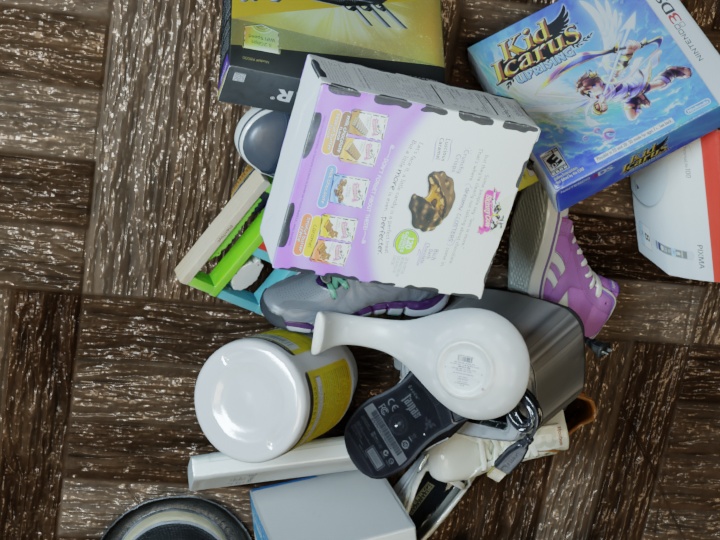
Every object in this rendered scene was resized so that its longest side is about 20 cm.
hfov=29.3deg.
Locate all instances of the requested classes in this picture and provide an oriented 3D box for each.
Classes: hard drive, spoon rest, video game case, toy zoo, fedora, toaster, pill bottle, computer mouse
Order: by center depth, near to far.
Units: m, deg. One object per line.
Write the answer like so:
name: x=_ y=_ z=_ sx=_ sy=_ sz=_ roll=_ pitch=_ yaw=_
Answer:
spoon rest: x=0.058 y=0.072 z=1.246 sx=0.197 sy=0.061 sz=0.101 roll=13 pitch=102 yaw=16
computer mouse: x=0.083 y=0.146 z=1.289 sx=0.200 sy=0.046 sz=0.141 roll=-46 pitch=74 yaw=26
video game case: x=0.227 y=-0.178 z=1.290 sx=0.198 sy=0.183 sz=0.046 roll=-27 pitch=151 yaw=-1
pill bottle: x=-0.070 y=0.110 z=1.308 sx=0.110 sy=0.200 sz=0.113 roll=1 pitch=94 yaw=18
toy zoo: x=-0.066 y=-0.011 z=1.329 sx=0.199 sy=0.021 sz=0.131 roll=24 pitch=115 yaw=-43
toaster: x=0.131 y=0.094 z=1.347 sx=0.129 sy=0.198 sz=0.115 roll=-33 pitch=126 yaw=-49
hard drive: x=-0.073 y=0.193 z=1.388 sx=0.197 sy=0.132 sz=0.027 roll=-6 pitch=77 yaw=-10
fedora: x=-0.189 y=0.339 z=1.431 sx=0.198 sy=0.092 sz=0.203 roll=-4 pitch=111 yaw=-11

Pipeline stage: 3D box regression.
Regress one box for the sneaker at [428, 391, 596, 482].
sneaker: x=0.159 y=0.162 z=1.407 sx=0.199 sy=0.084 sz=0.074 roll=-25 pitch=114 yaw=-31

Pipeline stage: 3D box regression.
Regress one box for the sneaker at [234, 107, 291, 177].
sneaker: x=-0.013 y=-0.098 z=1.241 sx=0.198 sy=0.080 sz=0.079 roll=10 pitch=114 yaw=-29

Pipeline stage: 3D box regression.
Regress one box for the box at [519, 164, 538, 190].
box: x=0.147 y=-0.115 z=1.348 sx=0.198 sy=0.075 sz=0.050 roll=-29 pitch=116 yaw=-2

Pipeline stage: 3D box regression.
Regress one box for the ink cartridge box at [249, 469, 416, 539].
ink cartridge box: x=-0.023 y=0.333 z=1.434 sx=0.145 sy=0.145 sz=0.203 roll=-10 pitch=112 yaw=-14

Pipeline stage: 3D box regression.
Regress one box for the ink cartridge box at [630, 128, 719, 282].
ink cartridge box: x=0.319 y=-0.064 z=1.335 sx=0.047 sy=0.200 sz=0.162 roll=-14 pitch=113 yaw=-7

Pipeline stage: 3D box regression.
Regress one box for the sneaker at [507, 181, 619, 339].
sneaker: x=0.212 y=-0.010 z=1.408 sx=0.113 sy=0.073 sz=0.203 roll=-5 pitch=121 yaw=-15

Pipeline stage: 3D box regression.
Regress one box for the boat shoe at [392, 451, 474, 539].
boat shoe: x=0.094 y=0.205 z=1.459 sx=0.072 sy=0.066 sz=0.201 roll=34 pitch=99 yaw=-21

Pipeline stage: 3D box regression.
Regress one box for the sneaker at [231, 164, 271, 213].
sneaker: x=-0.029 y=-0.107 z=1.310 sx=0.199 sy=0.075 sz=0.088 roll=-38 pitch=114 yaw=4

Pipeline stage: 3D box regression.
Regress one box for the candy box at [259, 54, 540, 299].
candy box: x=0.031 y=-0.076 z=1.180 sx=0.197 sy=0.072 sz=0.170 roll=9 pitch=116 yaw=-19

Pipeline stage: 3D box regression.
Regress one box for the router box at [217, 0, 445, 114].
router box: x=-0.025 y=-0.212 z=1.230 sx=0.197 sy=0.159 sz=0.052 roll=8 pitch=149 yaw=-16

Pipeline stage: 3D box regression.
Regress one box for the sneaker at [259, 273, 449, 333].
sneaker: x=0.000 y=0.000 z=1.305 sx=0.198 sy=0.075 sz=0.088 roll=-9 pitch=136 yaw=-26
